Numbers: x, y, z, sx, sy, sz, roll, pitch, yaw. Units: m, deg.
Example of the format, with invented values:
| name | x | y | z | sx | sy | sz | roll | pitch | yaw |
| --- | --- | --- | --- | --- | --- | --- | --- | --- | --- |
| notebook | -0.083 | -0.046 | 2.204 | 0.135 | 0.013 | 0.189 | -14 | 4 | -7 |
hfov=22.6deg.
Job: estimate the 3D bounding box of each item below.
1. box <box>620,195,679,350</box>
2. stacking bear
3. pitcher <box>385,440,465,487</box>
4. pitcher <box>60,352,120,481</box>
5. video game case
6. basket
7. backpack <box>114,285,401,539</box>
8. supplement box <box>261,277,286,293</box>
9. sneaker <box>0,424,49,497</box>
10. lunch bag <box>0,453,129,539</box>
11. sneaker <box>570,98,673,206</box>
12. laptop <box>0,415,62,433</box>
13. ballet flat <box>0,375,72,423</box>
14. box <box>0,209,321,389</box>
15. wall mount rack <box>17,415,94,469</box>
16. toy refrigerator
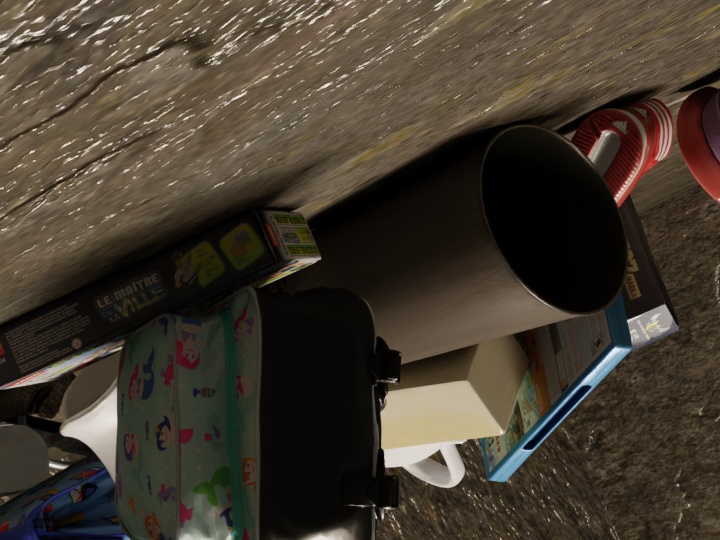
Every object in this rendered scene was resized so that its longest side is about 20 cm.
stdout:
| name | x | y | z | sx | sy | sz | roll | pitch | yaw |
| --- | --- | --- | --- | --- | --- | --- | --- | --- | --- |
| box | 0.188 | -0.001 | 1.660 | 0.158 | 0.200 | 0.051 | -25 | 140 | 13 |
| stacking bear | 0.361 | -0.140 | 1.444 | 0.200 | 0.121 | 0.114 | -39 | 175 | 38 |
| pitcher | 0.037 | 0.124 | 1.546 | 0.121 | 0.172 | 0.200 | -64 | -171 | -22 |
| pitcher | -0.126 | 0.130 | 1.291 | 0.121 | 0.200 | 0.172 | -48 | -161 | -2 |
| video game case | 0.137 | 0.050 | 1.362 | 0.018 | 0.143 | 0.200 | 9 | 142 | -23 |
| basket | 0.058 | -0.005 | 1.269 | 0.200 | 0.136 | 0.180 | -22 | 167 | 36 |
| backpack | -0.072 | 0.101 | 1.097 | 0.150 | 0.178 | 0.200 | 1 | 174 | -15 |
| supplement box | 0.000 | 0.000 | 1.474 | 0.200 | 0.061 | 0.109 | -24 | 176 | -12 |
| sneaker | -0.348 | 0.159 | 1.356 | 0.200 | 0.074 | 0.116 | 3 | 162 | -45 |
| lunch bag | -0.235 | 0.194 | 1.369 | 0.151 | 0.094 | 0.200 | -25 | 171 | 38 |
| sneaker | 0.187 | -0.053 | 1.429 | 0.116 | 0.078 | 0.200 | -25 | 158 | -50 |
| laptop | -0.320 | 0.191 | 1.697 | 0.200 | 0.116 | 0.187 | -43 | 176 | -3 |
| ballet flat | -0.293 | 0.116 | 1.425 | 0.200 | 0.046 | 0.067 | -27 | 174 | 38 |
| box | -0.132 | 0.018 | 1.134 | 0.200 | 0.035 | 0.110 | -24 | 176 | 13 |
| wall mount rack | -0.173 | 0.107 | 1.466 | 0.174 | 0.075 | 0.200 | 16 | 149 | -38 |
| toy refrigerator | 0.022 | 0.090 | 1.373 | 0.200 | 0.070 | 0.076 | -11 | -140 | 34 |
